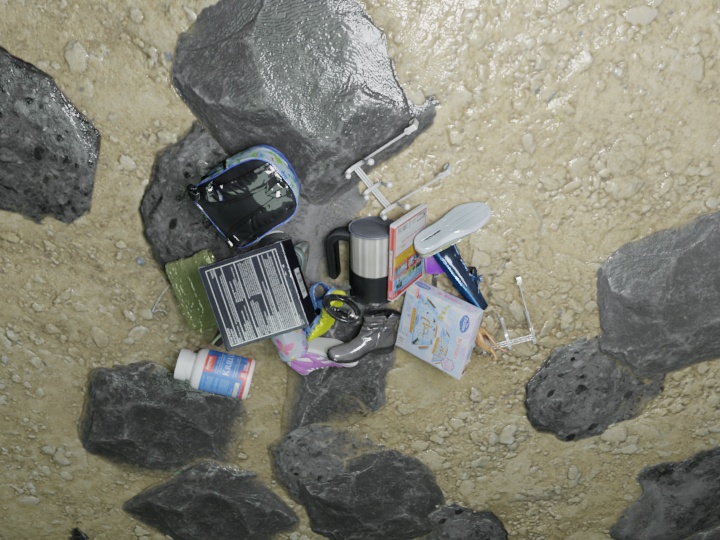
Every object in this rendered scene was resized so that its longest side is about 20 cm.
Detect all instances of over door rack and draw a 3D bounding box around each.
[{"bbox_3d":[0.085,-0.217,1.269,0.200,0.067,0.148,-34,117,19],"label":"over door rack"},{"bbox_3d":[0.366,0.113,1.490,0.147,0.067,0.200,-16,107,10],"label":"over door rack"}]

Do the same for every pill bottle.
[{"bbox_3d":[-0.395,0.275,1.547,0.199,0.112,0.112,14,120,-10],"label":"pill bottle"}]

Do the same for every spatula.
[{"bbox_3d":[0.191,0.036,1.459,0.056,0.021,0.200,-5,122,-3],"label":"spatula"}]

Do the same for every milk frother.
[{"bbox_3d":[0.000,0.000,1.331,0.180,0.200,0.189,-1,121,0],"label":"milk frother"}]

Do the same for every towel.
[{"bbox_3d":[-0.395,0.054,1.431,0.148,0.036,0.200,-17,104,16],"label":"towel"}]

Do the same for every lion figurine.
[{"bbox_3d":[0.280,0.181,1.477,0.200,0.072,0.123,-25,88,40],"label":"lion figurine"}]

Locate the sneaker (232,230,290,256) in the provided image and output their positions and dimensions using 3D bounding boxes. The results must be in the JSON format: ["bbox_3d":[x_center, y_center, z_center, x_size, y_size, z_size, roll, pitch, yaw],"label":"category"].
[{"bbox_3d":[-0.250,-0.021,1.384,0.200,0.085,0.075,-32,117,18],"label":"sneaker"}]

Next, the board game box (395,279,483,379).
[{"bbox_3d":[0.195,0.147,1.450,0.199,0.041,0.200,27,125,27],"label":"board game box"}]

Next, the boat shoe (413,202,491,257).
[{"bbox_3d":[0.215,-0.097,1.352,0.200,0.072,0.062,-27,158,-1],"label":"boat shoe"}]

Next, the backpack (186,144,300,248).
[{"bbox_3d":[-0.236,-0.175,1.253,0.200,0.147,0.183,-25,117,19],"label":"backpack"}]

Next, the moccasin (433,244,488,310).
[{"bbox_3d":[0.259,0.011,1.395,0.068,0.080,0.200,-39,104,-9],"label":"moccasin"}]

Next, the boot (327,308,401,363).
[{"bbox_3d":[0.006,0.163,1.493,0.200,0.070,0.132,-11,124,-27],"label":"boot"}]

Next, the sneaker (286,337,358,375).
[{"bbox_3d":[-0.107,0.244,1.561,0.200,0.073,0.115,15,124,3],"label":"sneaker"}]

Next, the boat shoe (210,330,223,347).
[{"bbox_3d":[-0.313,0.139,1.488,0.061,0.072,0.201,39,111,-17],"label":"boat shoe"}]

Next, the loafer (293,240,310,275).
[{"bbox_3d":[-0.162,0.009,1.415,0.072,0.063,0.200,34,135,9],"label":"loafer"}]

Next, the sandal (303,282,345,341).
[{"bbox_3d":[-0.107,0.102,1.477,0.087,0.079,0.200,42,127,18],"label":"sandal"}]

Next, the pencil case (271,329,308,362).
[{"bbox_3d":[-0.202,0.133,1.431,0.090,0.083,0.200,-8,118,28],"label":"pencil case"}]

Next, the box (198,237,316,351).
[{"bbox_3d":[-0.228,0.051,1.290,0.198,0.123,0.201,-17,95,6],"label":"box"}]

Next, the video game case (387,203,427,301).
[{"bbox_3d":[0.111,-0.043,1.350,0.017,0.143,0.200,20,126,30],"label":"video game case"}]
